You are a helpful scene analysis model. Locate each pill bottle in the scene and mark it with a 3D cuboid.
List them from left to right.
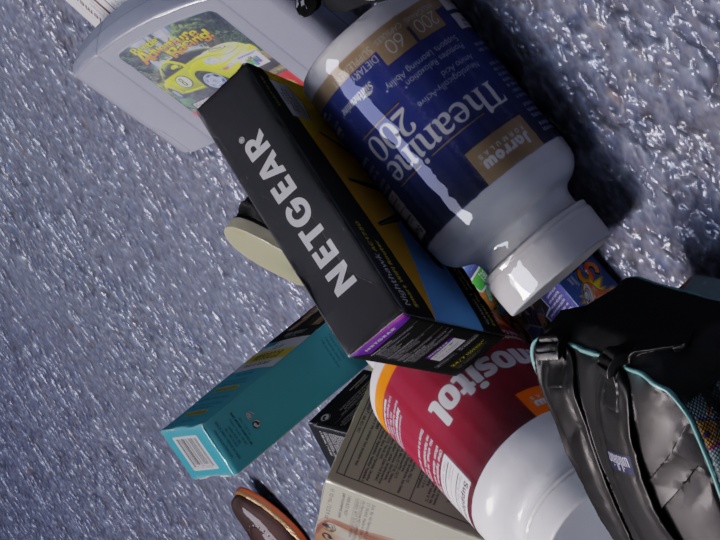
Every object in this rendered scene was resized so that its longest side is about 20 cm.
[{"bbox_3d":[0.064,-0.074,1.338,0.200,0.111,0.111,51,158,7],"label":"pill bottle"},{"bbox_3d":[0.101,0.115,1.409,0.200,0.112,0.113,45,158,43],"label":"pill bottle"}]

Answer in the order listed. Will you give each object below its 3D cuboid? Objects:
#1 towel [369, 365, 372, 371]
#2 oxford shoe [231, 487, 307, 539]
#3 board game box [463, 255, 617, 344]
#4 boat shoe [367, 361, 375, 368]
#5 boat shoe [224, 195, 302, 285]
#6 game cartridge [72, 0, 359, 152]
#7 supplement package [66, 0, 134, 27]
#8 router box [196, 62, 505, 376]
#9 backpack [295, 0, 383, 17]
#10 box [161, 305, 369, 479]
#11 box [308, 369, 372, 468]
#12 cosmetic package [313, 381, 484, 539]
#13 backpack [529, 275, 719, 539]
[{"bbox_3d":[0.017,0.016,1.697,0.086,0.018,0.201,24,143,42],"label":"towel"},{"bbox_3d":[-0.084,0.323,2.267,0.200,0.072,0.071,53,159,3],"label":"oxford shoe"},{"bbox_3d":[0.114,0.023,1.480,0.136,0.034,0.200,51,159,9],"label":"board game box"},{"bbox_3d":[0.022,0.020,1.607,0.200,0.073,0.068,49,156,5],"label":"boat shoe"},{"bbox_3d":[0.000,-0.001,1.534,0.201,0.063,0.074,32,160,8],"label":"boat shoe"},{"bbox_3d":[-0.101,-0.152,1.483,0.199,0.041,0.133,-20,135,37],"label":"game cartridge"},{"bbox_3d":[-0.155,-0.266,1.494,0.117,0.117,0.200,42,156,20],"label":"supplement package"},{"bbox_3d":[-0.005,-0.029,1.354,0.201,0.051,0.149,57,-161,22],"label":"router box"},{"bbox_3d":[-0.005,-0.256,1.195,0.166,0.126,0.201,-7,117,52],"label":"backpack"},{"bbox_3d":[-0.055,0.082,1.648,0.049,0.200,0.082,56,152,-10],"label":"box"},{"bbox_3d":[0.063,0.190,1.745,0.141,0.079,0.201,13,136,49],"label":"box"},{"bbox_3d":[0.076,0.176,1.574,0.199,0.104,0.088,21,141,8],"label":"cosmetic package"},{"bbox_3d":[0.210,0.107,1.251,0.175,0.153,0.201,11,123,62],"label":"backpack"}]
